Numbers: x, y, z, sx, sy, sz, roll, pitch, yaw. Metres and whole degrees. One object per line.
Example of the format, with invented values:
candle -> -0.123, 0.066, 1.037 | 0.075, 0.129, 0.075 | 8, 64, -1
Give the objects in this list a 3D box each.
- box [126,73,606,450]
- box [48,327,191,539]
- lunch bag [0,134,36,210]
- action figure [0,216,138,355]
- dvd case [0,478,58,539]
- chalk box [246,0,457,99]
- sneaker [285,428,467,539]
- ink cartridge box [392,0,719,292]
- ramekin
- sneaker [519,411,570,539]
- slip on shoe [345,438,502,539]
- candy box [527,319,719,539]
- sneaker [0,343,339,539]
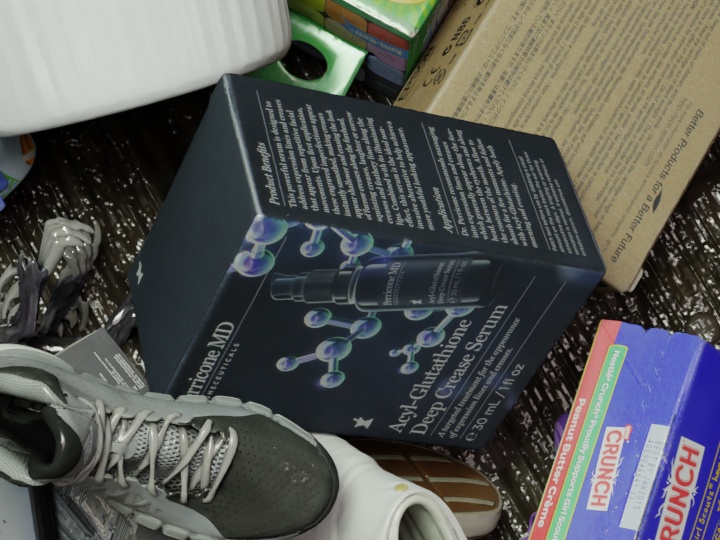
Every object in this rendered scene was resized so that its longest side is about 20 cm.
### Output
box -> 0.000, 0.000, 1.039 | 0.200, 0.149, 0.107 | 9, 43, -25
box -> -0.117, 0.151, 1.073 | 0.050, 0.158, 0.200 | -34, 79, -37
lunch bag -> -0.291, -0.056, 1.136 | 0.160, 0.076, 0.200 | 38, 77, 28
action figure -> -0.169, 0.018, 1.129 | 0.200, 0.119, 0.102 | 12, 96, -9
dvd case -> -0.259, 0.092, 1.077 | 0.200, 0.143, 0.018 | 12, 37, 17
chalk box -> 0.004, -0.190, 1.176 | 0.125, 0.124, 0.200 | 28, 77, 5
sneaker -> 0.012, 0.192, 1.050 | 0.074, 0.115, 0.200 | -25, 118, -31
ink cartridge box -> 0.128, -0.111, 1.161 | 0.165, 0.075, 0.200 | 36, 76, -18
ramekin -> -0.132, -0.139, 1.055 | 0.200, 0.200, 0.098 | -17, 101, -6
sneaker -> 0.106, 0.173, 1.120 | 0.083, 0.081, 0.200 | 9, 76, 7
slip on shoe -> -0.020, 0.141, 1.133 | 0.200, 0.076, 0.061 | 1, 120, -12
candy box -> 0.183, 0.144, 1.070 | 0.077, 0.200, 0.169 | 8, 71, 44
sneaker -> -0.110, 0.091, 0.940 | 0.200, 0.115, 0.075 | 14, 91, 2
